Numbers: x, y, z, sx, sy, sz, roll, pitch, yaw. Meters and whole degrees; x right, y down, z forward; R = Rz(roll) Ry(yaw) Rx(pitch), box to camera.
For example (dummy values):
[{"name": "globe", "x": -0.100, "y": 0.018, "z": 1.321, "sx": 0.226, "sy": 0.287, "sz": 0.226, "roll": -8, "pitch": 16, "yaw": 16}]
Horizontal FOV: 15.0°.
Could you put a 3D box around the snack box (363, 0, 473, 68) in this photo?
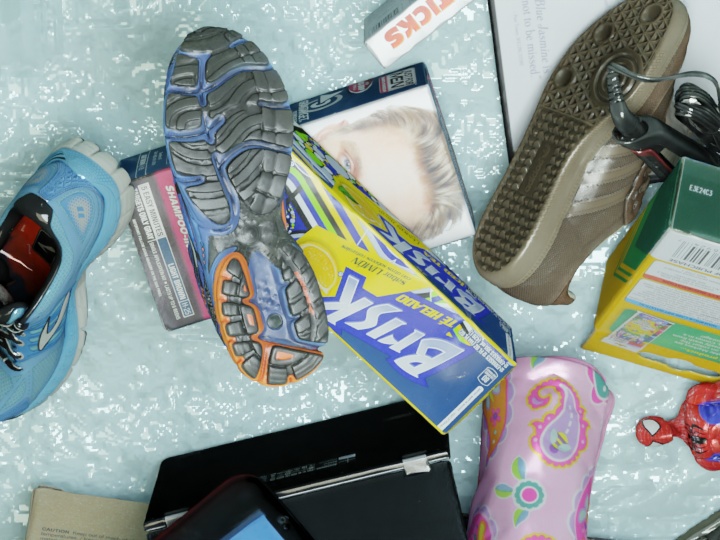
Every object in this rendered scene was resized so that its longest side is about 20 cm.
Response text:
[{"name": "snack box", "x": 0.085, "y": -0.194, "z": 1.601, "sx": 0.200, "sy": 0.072, "sz": 0.024, "roll": -38, "pitch": 102, "yaw": 10}]

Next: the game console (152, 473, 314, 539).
[{"name": "game console", "x": -0.078, "y": 0.224, "z": 1.514, "sx": 0.200, "sy": 0.172, "sz": 0.119, "roll": 48, "pitch": 110, "yaw": 20}]

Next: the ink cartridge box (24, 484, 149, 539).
[{"name": "ink cartridge box", "x": -0.116, "y": 0.225, "z": 1.672, "sx": 0.198, "sy": 0.165, "sz": 0.075, "roll": 9, "pitch": 128, "yaw": -2}]

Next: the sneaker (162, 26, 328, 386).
[{"name": "sneaker", "x": -0.073, "y": -0.034, "z": 1.512, "sx": 0.075, "sy": 0.078, "sz": 0.202, "roll": -9, "pitch": 90, "yaw": -19}]

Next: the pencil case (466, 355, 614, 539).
[{"name": "pencil case", "x": 0.104, "y": 0.153, "z": 1.654, "sx": 0.087, "sy": 0.087, "sz": 0.201, "roll": 8, "pitch": 72, "yaw": -3}]

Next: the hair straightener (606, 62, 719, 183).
[{"name": "hair straightener", "x": 0.204, "y": -0.077, "z": 1.604, "sx": 0.077, "sy": 0.041, "sz": 0.200, "roll": -40, "pitch": 136, "yaw": 11}]

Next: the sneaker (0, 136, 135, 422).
[{"name": "sneaker", "x": -0.207, "y": 0.013, "z": 1.629, "sx": 0.078, "sy": 0.090, "sz": 0.201, "roll": 33, "pitch": 125, "yaw": 15}]

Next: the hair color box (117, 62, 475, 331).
[{"name": "hair color box", "x": -0.039, "y": -0.044, "z": 1.651, "sx": 0.199, "sy": 0.061, "sz": 0.101, "roll": -18, "pitch": 106, "yaw": 4}]

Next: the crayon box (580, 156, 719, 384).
[{"name": "crayon box", "x": 0.218, "y": 0.008, "z": 1.630, "sx": 0.125, "sy": 0.200, "sz": 0.052, "roll": 16, "pitch": 66, "yaw": -5}]

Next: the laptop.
[{"name": "laptop", "x": -0.025, "y": 0.173, "z": 1.639, "sx": 0.186, "sy": 0.200, "sz": 0.117, "roll": -13, "pitch": 103, "yaw": 3}]

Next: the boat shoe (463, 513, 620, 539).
[{"name": "boat shoe", "x": 0.089, "y": 0.177, "z": 1.712, "sx": 0.198, "sy": 0.073, "sz": 0.063, "roll": -1, "pitch": 110, "yaw": 5}]

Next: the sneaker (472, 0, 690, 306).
[{"name": "sneaker", "x": 0.142, "y": -0.071, "z": 1.632, "sx": 0.075, "sy": 0.070, "sz": 0.201, "roll": 29, "pitch": 98, "yaw": -42}]

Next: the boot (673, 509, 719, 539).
[{"name": "boot", "x": 0.255, "y": 0.195, "z": 1.651, "sx": 0.073, "sy": 0.200, "sz": 0.182, "roll": 43, "pitch": 102, "yaw": -12}]

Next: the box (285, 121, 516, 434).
[{"name": "box", "x": 0.000, "y": 0.000, "z": 1.596, "sx": 0.200, "sy": 0.070, "sz": 0.064, "roll": 42, "pitch": 104, "yaw": -12}]

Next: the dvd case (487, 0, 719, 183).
[{"name": "dvd case", "x": 0.181, "y": -0.124, "z": 1.651, "sx": 0.198, "sy": 0.018, "sz": 0.144, "roll": -8, "pitch": 106, "yaw": 2}]

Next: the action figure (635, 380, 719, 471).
[{"name": "action figure", "x": 0.260, "y": 0.099, "z": 1.671, "sx": 0.199, "sy": 0.052, "sz": 0.066, "roll": -1, "pitch": 113, "yaw": 32}]
